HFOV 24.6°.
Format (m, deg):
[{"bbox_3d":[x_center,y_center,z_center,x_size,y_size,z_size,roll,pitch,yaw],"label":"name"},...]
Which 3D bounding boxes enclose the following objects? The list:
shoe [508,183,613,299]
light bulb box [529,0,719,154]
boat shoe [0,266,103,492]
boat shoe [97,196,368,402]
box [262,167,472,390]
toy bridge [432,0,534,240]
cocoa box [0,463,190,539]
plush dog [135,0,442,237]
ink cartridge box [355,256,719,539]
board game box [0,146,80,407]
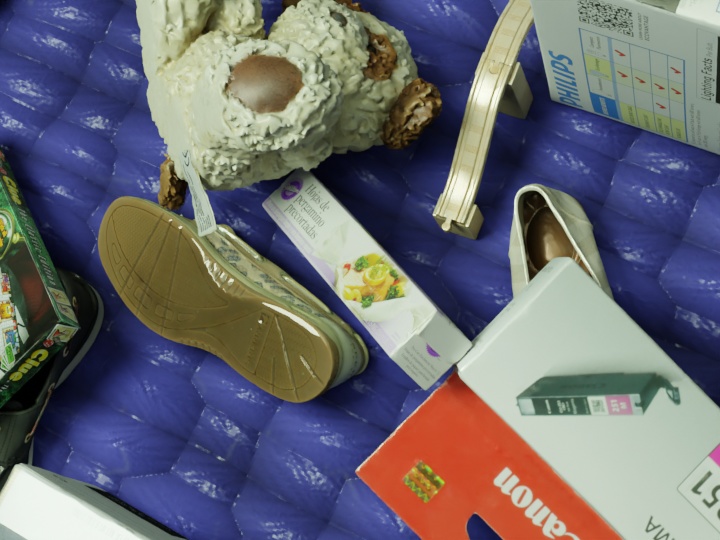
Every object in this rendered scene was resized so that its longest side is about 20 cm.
[{"bbox_3d":[0.124,0.042,0.996,0.069,0.053,0.202,-15,72,10],"label":"shoe"},{"bbox_3d":[0.214,-0.156,0.951,0.199,0.198,0.126,21,79,17],"label":"light bulb box"},{"bbox_3d":[-0.238,0.088,1.069,0.073,0.063,0.202,26,84,17],"label":"boat shoe"},{"bbox_3d":[-0.085,0.018,1.057,0.199,0.063,0.074,36,112,22],"label":"boat shoe"},{"bbox_3d":[0.000,0.000,0.993,0.039,0.041,0.200,-43,37,1],"label":"box"},{"bbox_3d":[0.090,-0.116,1.040,0.027,0.067,0.201,19,80,17],"label":"toy bridge"},{"bbox_3d":[-0.131,0.222,0.967,0.199,0.133,0.132,26,83,19],"label":"cocoa box"},{"bbox_3d":[-0.041,-0.113,1.030,0.171,0.161,0.200,-12,45,-25],"label":"plush dog"},{"bbox_3d":[0.125,0.122,0.943,0.200,0.044,0.174,45,88,-3],"label":"ink cartridge box"},{"bbox_3d":[-0.251,0.001,1.069,0.105,0.023,0.201,-44,49,15],"label":"board game box"}]
